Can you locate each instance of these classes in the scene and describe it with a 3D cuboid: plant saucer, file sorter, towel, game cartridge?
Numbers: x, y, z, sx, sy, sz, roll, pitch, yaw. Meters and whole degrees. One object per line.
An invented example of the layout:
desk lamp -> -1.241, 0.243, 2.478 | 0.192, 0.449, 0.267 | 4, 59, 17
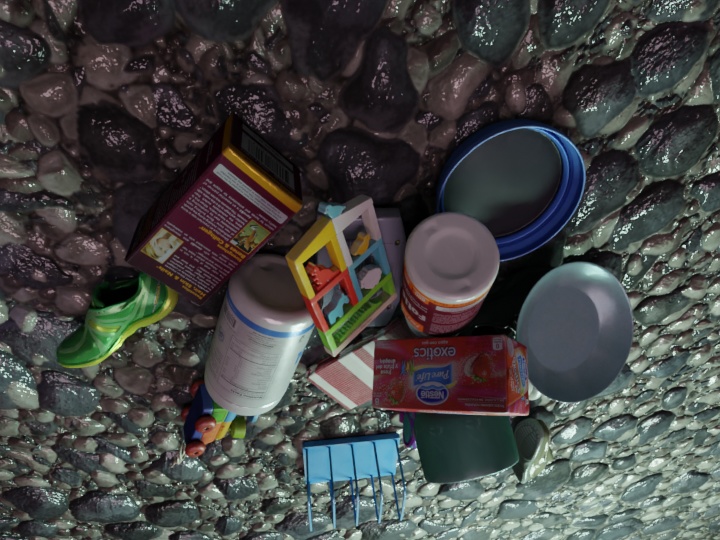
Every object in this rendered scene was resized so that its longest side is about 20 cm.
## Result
plant saucer -> 0.306, 0.088, 0.753 | 0.196, 0.039, 0.206 | -1, 94, -15
file sorter -> -0.013, 0.426, 1.026 | 0.195, 0.124, 0.141 | -4, 131, -7
towel -> 0.021, 0.167, 0.886 | 0.198, 0.023, 0.144 | -30, 130, 17
game cartridge -> 0.000, 0.000, 0.735 | 0.130, 0.041, 0.203 | 1, 129, -5

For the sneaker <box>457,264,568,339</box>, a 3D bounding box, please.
sneaker -> 0.232, 0.064, 0.791 | 0.197, 0.092, 0.076 | -27, 127, 11

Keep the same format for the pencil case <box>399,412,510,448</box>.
pencil case -> 0.177, 0.289, 0.969 | 0.195, 0.092, 0.087 | 3, 97, -11

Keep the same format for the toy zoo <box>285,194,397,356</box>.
toy zoo -> -0.020, -0.002, 0.647 | 0.131, 0.020, 0.203 | -41, 135, -24

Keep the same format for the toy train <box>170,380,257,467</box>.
toy train -> -0.254, 0.280, 0.901 | 0.114, 0.085, 0.202 | 6, 129, -31

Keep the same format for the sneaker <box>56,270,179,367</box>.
sneaker -> -0.343, 0.057, 0.704 | 0.198, 0.075, 0.084 | -35, 130, 7

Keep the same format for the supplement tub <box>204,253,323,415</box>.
supplement tub -> -0.139, 0.091, 0.724 | 0.129, 0.133, 0.202 | 12, 127, -19

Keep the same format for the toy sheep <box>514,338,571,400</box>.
toy sheep -> 0.258, 0.148, 0.835 | 0.195, 0.139, 0.140 | -7, 131, -11

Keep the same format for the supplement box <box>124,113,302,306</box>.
supplement box -> -0.174, -0.067, 0.617 | 0.199, 0.087, 0.110 | -39, 125, 21

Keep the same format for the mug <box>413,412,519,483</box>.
mug -> 0.149, 0.254, 0.813 | 0.150, 0.117, 0.184 | -5, 166, -38

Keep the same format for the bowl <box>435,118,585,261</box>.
bowl -> 0.192, -0.103, 0.680 | 0.195, 0.040, 0.204 | -5, 129, -6

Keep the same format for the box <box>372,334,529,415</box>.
box -> 0.122, 0.146, 0.707 | 0.196, 0.098, 0.099 | -8, 161, 33

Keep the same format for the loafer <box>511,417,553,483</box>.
loafer -> 0.367, 0.373, 1.087 | 0.068, 0.076, 0.203 | -15, 136, -12

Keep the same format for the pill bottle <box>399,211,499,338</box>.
pill bottle -> 0.109, 0.021, 0.681 | 0.111, 0.117, 0.201 | -9, 156, -2
